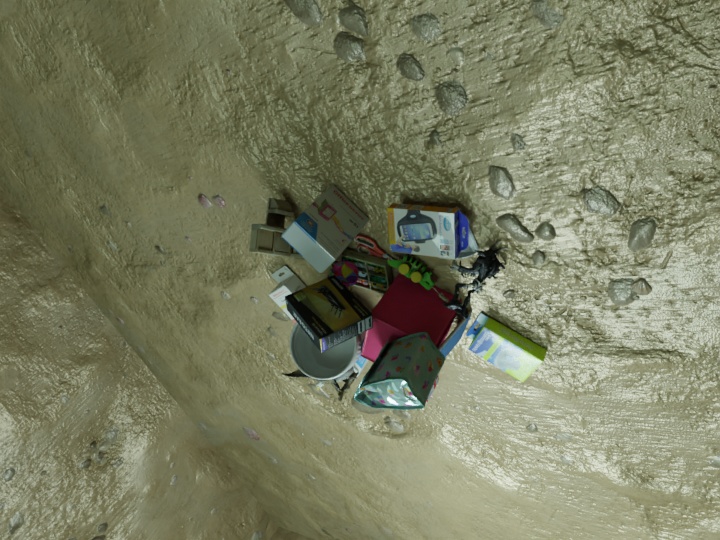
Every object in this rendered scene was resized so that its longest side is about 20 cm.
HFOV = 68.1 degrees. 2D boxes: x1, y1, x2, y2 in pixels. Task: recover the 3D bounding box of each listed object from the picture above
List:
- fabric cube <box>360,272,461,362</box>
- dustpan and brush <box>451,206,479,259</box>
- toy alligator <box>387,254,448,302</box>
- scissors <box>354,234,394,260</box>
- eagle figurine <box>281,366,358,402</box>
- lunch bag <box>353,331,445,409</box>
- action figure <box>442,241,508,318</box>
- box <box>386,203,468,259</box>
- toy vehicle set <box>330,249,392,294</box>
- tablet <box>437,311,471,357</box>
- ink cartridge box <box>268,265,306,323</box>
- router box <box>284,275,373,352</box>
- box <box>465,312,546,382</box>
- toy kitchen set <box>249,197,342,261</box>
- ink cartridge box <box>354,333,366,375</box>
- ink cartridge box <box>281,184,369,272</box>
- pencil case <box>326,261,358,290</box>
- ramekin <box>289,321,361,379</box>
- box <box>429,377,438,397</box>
[{"bbox_3d":[0.139,0.162,1.495,0.196,0.199,0.200,26,138,14],"label":"fabric cube"},{"bbox_3d":[0.180,-0.076,1.348,0.200,0.057,0.140,-7,122,41],"label":"dustpan and brush"},{"bbox_3d":[0.167,0.010,1.448,0.200,0.059,0.054,33,99,7],"label":"toy alligator"},{"bbox_3d":[0.071,-0.044,1.498,0.200,0.014,0.073,24,137,19],"label":"scissors"},{"bbox_3d":[-0.118,0.306,1.616,0.200,0.151,0.152,35,-178,3],"label":"eagle figurine"},{"bbox_3d":[0.087,0.256,1.334,0.200,0.170,0.122,-18,115,42],"label":"lunch bag"},{"bbox_3d":[0.275,0.011,1.310,0.119,0.200,0.102,26,-173,-38],"label":"action figure"},{"bbox_3d":[0.163,-0.095,1.297,0.200,0.041,0.119,9,118,30],"label":"box"},{"bbox_3d":[0.000,0.000,1.573,0.200,0.027,0.124,15,140,27],"label":"toy vehicle set"},{"bbox_3d":[0.238,0.207,1.460,0.014,0.200,0.130,33,141,21],"label":"tablet"},{"bbox_3d":[-0.230,0.089,1.809,0.200,0.068,0.116,48,139,-11],"label":"ink cartridge box"},{"bbox_3d":[-0.085,0.109,1.406,0.200,0.157,0.052,42,147,42],"label":"router box"},{"bbox_3d":[0.392,0.212,1.468,0.200,0.048,0.122,30,139,9],"label":"box"},{"bbox_3d":[-0.177,-0.120,1.508,0.180,0.200,0.164,3,87,38],"label":"toy kitchen set"},{"bbox_3d":[-0.045,0.212,1.722,0.200,0.145,0.147,32,141,8],"label":"ink cartridge box"},{"bbox_3d":[-0.088,-0.115,1.411,0.145,0.200,0.085,43,136,-6],"label":"ink cartridge box"},{"bbox_3d":[-0.070,0.048,1.586,0.088,0.088,0.200,37,148,3],"label":"pencil case"},{"bbox_3d":[-0.091,0.207,1.515,0.200,0.201,0.105,24,179,18],"label":"ramekin"},{"bbox_3d":[0.179,0.308,1.677,0.095,0.100,0.200,13,134,28],"label":"box"}]
